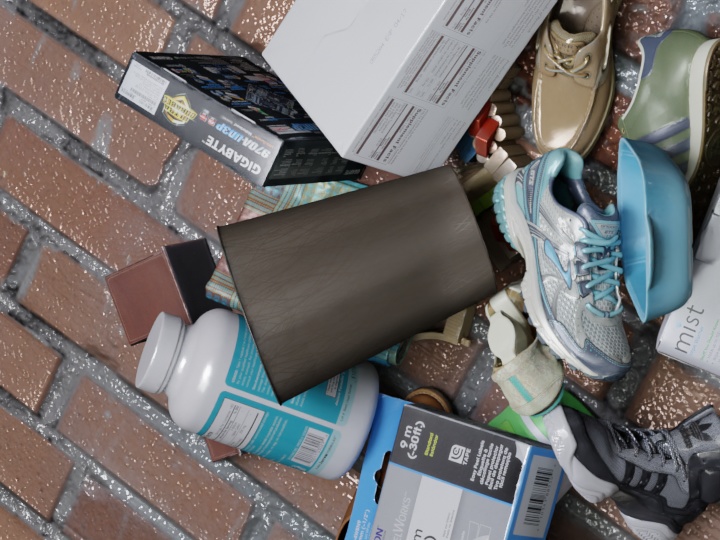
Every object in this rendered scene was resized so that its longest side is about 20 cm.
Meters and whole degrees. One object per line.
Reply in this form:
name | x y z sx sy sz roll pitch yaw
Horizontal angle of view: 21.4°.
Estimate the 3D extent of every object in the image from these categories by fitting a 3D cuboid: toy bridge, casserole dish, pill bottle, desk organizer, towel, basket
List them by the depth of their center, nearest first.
casserole dish | 0.223 -0.034 1.440 0.038 0.200 0.122 -3 103 3
basket | 0.000 0.000 1.550 0.199 0.181 0.137 -21 128 -2
pill bottle | -0.092 0.101 1.655 0.199 0.111 0.111 21 108 -14
towel | -0.026 -0.011 1.673 0.199 0.022 0.148 19 78 22
toy bridge | 0.009 0.030 1.689 0.199 0.027 0.068 22 106 22
desk organizer | -0.156 0.080 1.752 0.077 0.072 0.201 -23 86 28

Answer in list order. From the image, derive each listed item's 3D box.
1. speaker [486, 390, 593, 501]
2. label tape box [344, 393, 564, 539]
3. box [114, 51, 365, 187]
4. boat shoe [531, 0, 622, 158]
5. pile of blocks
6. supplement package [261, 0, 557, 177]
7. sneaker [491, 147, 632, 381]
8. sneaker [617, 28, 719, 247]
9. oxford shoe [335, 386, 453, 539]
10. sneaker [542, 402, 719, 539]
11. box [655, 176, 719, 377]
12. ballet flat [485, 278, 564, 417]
speaker | 0.117 0.191 1.626 0.088 0.088 0.200 45 113 14
label tape box | 0.060 0.191 1.575 0.199 0.066 0.145 15 91 37
box | -0.094 -0.131 1.623 0.158 0.200 0.046 32 106 18
boat shoe | 0.173 -0.186 1.562 0.071 0.064 0.202 13 102 24
pile of blocks | 0.102 -0.098 1.609 0.082 0.062 0.202 -11 91 26
supplement package | 0.039 -0.204 1.570 0.201 0.110 0.156 -55 47 20
sneaker | 0.171 -0.008 1.502 0.086 0.077 0.201 -41 60 36
sneaker | 0.249 -0.100 1.544 0.090 0.067 0.202 24 116 41
oxford shoe | 0.027 0.198 1.679 0.071 0.071 0.201 27 106 22
sneaker | 0.232 0.141 1.524 0.113 0.200 0.076 -35 43 17
box | 0.345 -0.004 1.466 0.175 0.097 0.201 21 106 9
ballet flat | 0.131 0.044 1.541 0.067 0.200 0.062 -40 109 17
